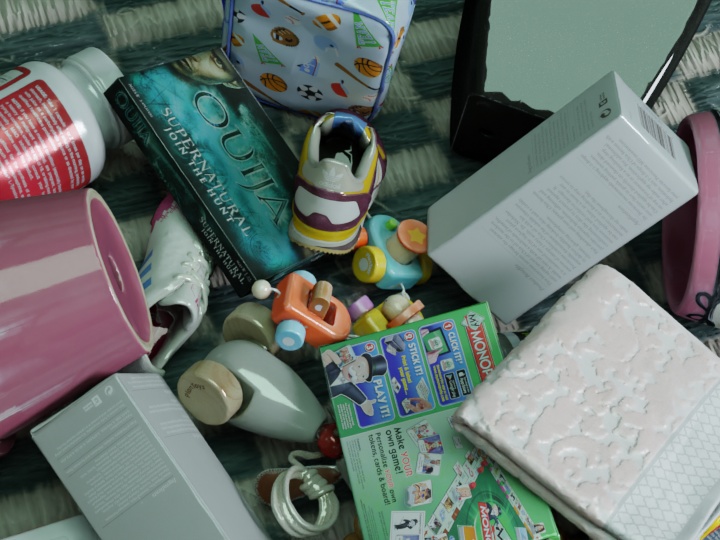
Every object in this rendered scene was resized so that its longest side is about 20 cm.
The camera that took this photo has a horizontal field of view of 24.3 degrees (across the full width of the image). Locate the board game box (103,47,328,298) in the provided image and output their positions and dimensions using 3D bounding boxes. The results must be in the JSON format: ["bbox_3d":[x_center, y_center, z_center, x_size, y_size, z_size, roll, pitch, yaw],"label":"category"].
[{"bbox_3d":[-0.107,-0.085,1.372,0.200,0.028,0.135,56,38,5],"label":"board game box"}]

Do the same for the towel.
[{"bbox_3d":[0.193,0.105,1.210,0.191,0.032,0.200,38,51,13],"label":"towel"}]

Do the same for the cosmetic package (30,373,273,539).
[{"bbox_3d":[-0.138,0.175,1.216,0.090,0.107,0.200,-34,79,7],"label":"cosmetic package"}]

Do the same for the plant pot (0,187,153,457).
[{"bbox_3d":[-0.257,0.029,1.221,0.179,0.200,0.200,-20,66,3],"label":"plant pot"}]

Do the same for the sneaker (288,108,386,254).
[{"bbox_3d":[-0.011,-0.097,1.355,0.075,0.090,0.200,13,33,-4],"label":"sneaker"}]

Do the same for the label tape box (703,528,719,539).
[{"bbox_3d":[0.304,0.232,1.307,0.200,0.063,0.144,-36,72,-24],"label":"label tape box"}]

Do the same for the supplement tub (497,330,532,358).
[{"bbox_3d":[0.161,0.106,1.318,0.200,0.123,0.123,-3,63,-10],"label":"supplement tub"}]

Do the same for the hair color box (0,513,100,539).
[{"bbox_3d":[-0.264,0.258,1.202,0.200,0.064,0.111,-15,65,-18],"label":"hair color box"}]

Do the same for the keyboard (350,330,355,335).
[{"bbox_3d":[0.082,0.080,1.385,0.200,0.011,0.056,3,67,-7],"label":"keyboard"}]

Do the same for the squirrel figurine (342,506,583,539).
[{"bbox_3d":[0.073,0.239,1.239,0.186,0.142,0.200,30,63,21],"label":"squirrel figurine"}]

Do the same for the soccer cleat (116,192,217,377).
[{"bbox_3d":[-0.142,0.008,1.336,0.070,0.086,0.200,41,61,-32],"label":"soccer cleat"}]

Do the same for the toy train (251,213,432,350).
[{"bbox_3d":[0.000,0.000,1.340,0.150,0.056,0.200,36,39,-18],"label":"toy train"}]

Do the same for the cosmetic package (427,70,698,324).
[{"bbox_3d":[0.159,-0.056,1.346,0.101,0.200,0.071,41,28,-25],"label":"cosmetic package"}]

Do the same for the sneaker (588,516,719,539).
[{"bbox_3d":[0.266,0.166,1.250,0.200,0.077,0.073,-31,100,-17],"label":"sneaker"}]

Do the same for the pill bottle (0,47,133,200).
[{"bbox_3d":[-0.282,-0.099,1.362,0.200,0.112,0.112,-33,72,-23],"label":"pill bottle"}]

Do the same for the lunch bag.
[{"bbox_3d":[-0.043,-0.206,1.407,0.160,0.200,0.076,18,64,0],"label":"lunch bag"}]

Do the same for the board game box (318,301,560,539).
[{"bbox_3d":[0.054,0.127,1.219,0.134,0.029,0.200,-14,56,0],"label":"board game box"}]

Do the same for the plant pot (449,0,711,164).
[{"bbox_3d":[0.174,-0.180,1.442,0.199,0.200,0.178,19,71,1],"label":"plant pot"}]

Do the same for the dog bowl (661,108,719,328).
[{"bbox_3d":[0.298,-0.044,1.382,0.074,0.200,0.200,3,61,1],"label":"dog bowl"}]

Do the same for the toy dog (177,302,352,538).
[{"bbox_3d":[-0.062,0.125,1.298,0.132,0.096,0.200,-22,71,-36],"label":"toy dog"}]
